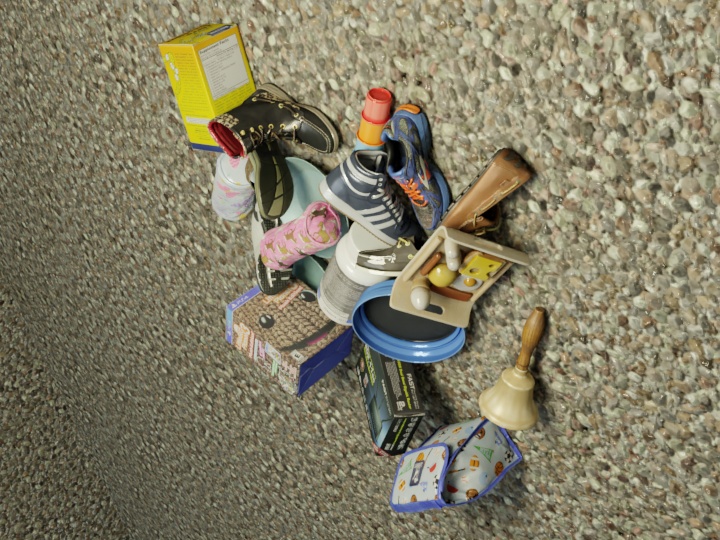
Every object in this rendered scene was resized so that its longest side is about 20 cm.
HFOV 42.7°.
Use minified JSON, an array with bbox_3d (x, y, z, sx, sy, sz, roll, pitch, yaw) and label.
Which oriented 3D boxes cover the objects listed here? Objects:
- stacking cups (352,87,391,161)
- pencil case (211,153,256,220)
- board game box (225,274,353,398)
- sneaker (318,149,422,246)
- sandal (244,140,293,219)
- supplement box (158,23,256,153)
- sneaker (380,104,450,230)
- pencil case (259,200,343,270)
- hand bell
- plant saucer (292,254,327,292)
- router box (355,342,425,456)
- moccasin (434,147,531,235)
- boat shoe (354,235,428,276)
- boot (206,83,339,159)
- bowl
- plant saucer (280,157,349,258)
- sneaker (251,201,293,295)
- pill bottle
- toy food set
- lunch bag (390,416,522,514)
[{"bbox_3d":[0.019,-0.199,1.486,0.060,0.060,0.202,38,138,22],"label":"stacking cups"},{"bbox_3d":[-0.235,-0.162,1.750,0.090,0.084,0.200,22,161,-4],"label":"pencil case"},{"bbox_3d":[-0.136,0.116,1.774,0.199,0.159,0.098,35,140,24],"label":"board game box"},{"bbox_3d":[0.041,-0.116,1.478,0.198,0.071,0.109,30,127,-21],"label":"sneaker"},{"bbox_3d":[-0.173,-0.183,1.639,0.057,0.079,0.204,-31,68,45],"label":"sandal"},{"bbox_3d":[-0.264,-0.329,1.660,0.109,0.108,0.202,13,128,43],"label":"supplement box"},{"bbox_3d":[0.077,-0.151,1.431,0.075,0.078,0.202,3,120,49],"label":"sneaker"},{"bbox_3d":[-0.110,-0.060,1.650,0.199,0.085,0.084,-24,69,55],"label":"pencil case"},{"bbox_3d":[0.263,0.146,1.475,0.104,0.104,0.202,32,127,29],"label":"hand bell"},{"bbox_3d":[-0.102,0.029,1.831,0.199,0.036,0.202,31,139,31],"label":"plant saucer"},{"bbox_3d":[0.051,0.218,1.699,0.151,0.061,0.202,109,153,-49],"label":"router box"},{"bbox_3d":[0.178,-0.091,1.362,0.078,0.074,0.202,42,125,3],"label":"moccasin"},{"bbox_3d":[0.089,-0.027,1.473,0.198,0.072,0.062,0,108,5],"label":"boat shoe"},{"bbox_3d":[-0.149,-0.234,1.565,0.199,0.150,0.074,38,142,22],"label":"boot"},{"bbox_3d":[0.084,0.087,1.578,0.197,0.040,0.202,9,143,7],"label":"bowl"},{"bbox_3d":[-0.083,-0.120,1.681,0.200,0.039,0.203,30,137,31],"label":"plant saucer"},{"bbox_3d":[-0.174,-0.049,1.779,0.080,0.073,0.203,153,119,-64],"label":"sneaker"},{"bbox_3d":[0.000,0.000,1.618,0.114,0.113,0.201,45,144,13],"label":"pill bottle"},{"bbox_3d":[0.148,0.017,1.400,0.142,0.061,0.200,16,144,-18],"label":"toy food set"},{"bbox_3d":[0.158,0.357,1.653,0.125,0.199,0.170,55,146,-3],"label":"lunch bag"}]
